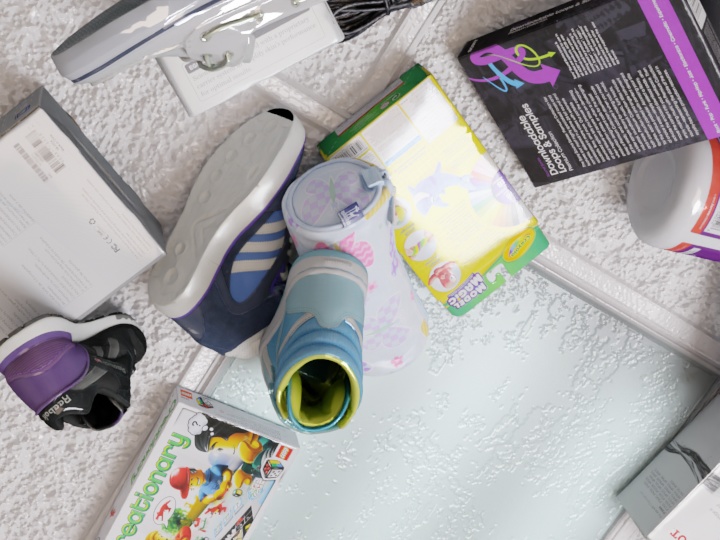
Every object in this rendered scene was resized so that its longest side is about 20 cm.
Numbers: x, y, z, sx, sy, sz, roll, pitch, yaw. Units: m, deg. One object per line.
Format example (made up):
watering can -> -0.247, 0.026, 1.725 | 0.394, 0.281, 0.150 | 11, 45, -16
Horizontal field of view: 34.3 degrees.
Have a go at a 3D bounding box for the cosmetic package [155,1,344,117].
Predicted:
cosmetic package -> -0.123, -0.241, 0.812 | 0.122, 0.200, 0.201 | -27, 115, -1

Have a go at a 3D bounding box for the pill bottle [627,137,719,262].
pill bottle -> 0.349, -0.059, 1.048 | 0.199, 0.113, 0.113 | 12, 108, -18

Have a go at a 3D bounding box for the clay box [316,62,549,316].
clay box -> 0.067, -0.065, 1.013 | 0.115, 0.048, 0.200 | -38, 116, 4

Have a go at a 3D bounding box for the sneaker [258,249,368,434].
sneaker -> -0.043, 0.092, 0.916 | 0.079, 0.131, 0.201 | 7, 140, -5

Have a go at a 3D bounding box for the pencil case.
pencil case -> 0.000, 0.000, 0.974 | 0.090, 0.083, 0.201 | -31, 136, -14

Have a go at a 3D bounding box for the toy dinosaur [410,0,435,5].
toy dinosaur -> 0.093, -0.234, 0.887 | 0.199, 0.102, 0.078 | -7, 112, -27

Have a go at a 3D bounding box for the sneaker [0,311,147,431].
sneaker -> -0.215, 0.090, 0.926 | 0.076, 0.200, 0.088 | -38, 81, 11

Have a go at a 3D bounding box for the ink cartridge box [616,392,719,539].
ink cartridge box -> 0.384, 0.218, 1.184 | 0.147, 0.083, 0.200 | 41, 97, -24

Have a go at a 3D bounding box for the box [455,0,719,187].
box -> 0.196, -0.154, 0.952 | 0.199, 0.036, 0.143 | -15, 122, 37

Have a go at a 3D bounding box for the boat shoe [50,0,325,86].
boat shoe -> -0.086, -0.153, 0.705 | 0.199, 0.074, 0.067 | -29, 113, -1

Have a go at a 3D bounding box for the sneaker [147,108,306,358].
sneaker -> -0.079, -0.021, 0.992 | 0.146, 0.080, 0.201 | 37, 82, -45

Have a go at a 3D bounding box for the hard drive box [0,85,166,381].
hard drive box -> -0.281, -0.021, 0.930 | 0.200, 0.077, 0.156 | -36, 115, 2

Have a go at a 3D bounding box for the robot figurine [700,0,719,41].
robot figurine -> 0.306, -0.251, 0.952 | 0.124, 0.150, 0.201 | 1, 114, 12

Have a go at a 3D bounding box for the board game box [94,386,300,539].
board game box -> -0.157, 0.217, 1.080 | 0.126, 0.035, 0.201 | 24, 104, -21

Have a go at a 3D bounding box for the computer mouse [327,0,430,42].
computer mouse -> -0.001, -0.285, 0.905 | 0.138, 0.053, 0.201 | -23, 115, -3
